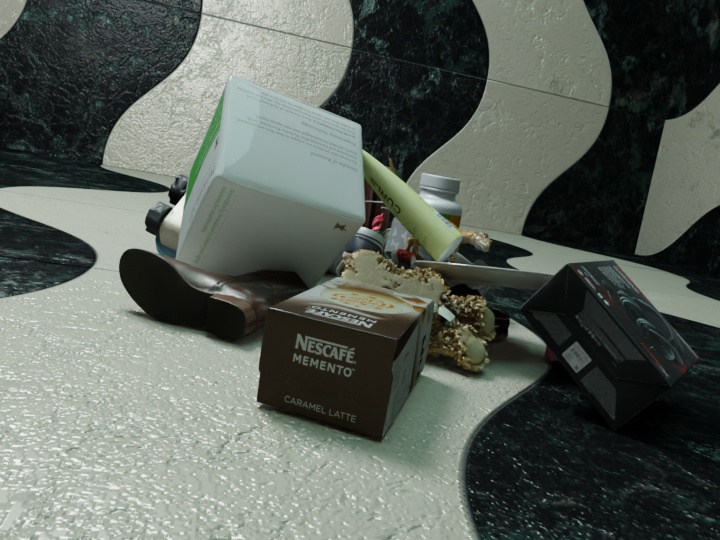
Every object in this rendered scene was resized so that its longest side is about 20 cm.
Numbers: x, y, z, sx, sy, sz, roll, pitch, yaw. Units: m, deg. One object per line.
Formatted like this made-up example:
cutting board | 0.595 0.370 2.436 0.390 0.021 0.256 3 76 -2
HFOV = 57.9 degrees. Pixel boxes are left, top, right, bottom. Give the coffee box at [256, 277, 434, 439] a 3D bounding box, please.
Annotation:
coffee box | -0.004 0.068 0.596 0.111 0.082 0.200 12 9 12

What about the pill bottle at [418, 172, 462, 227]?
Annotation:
pill bottle | 0.147 -0.089 1.327 0.108 0.206 0.111 9 9 -1

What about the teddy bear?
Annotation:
teddy bear | 0.066 0.049 0.755 0.195 0.067 0.148 13 50 -5

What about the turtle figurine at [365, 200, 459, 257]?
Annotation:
turtle figurine | 0.079 -0.045 1.205 0.195 0.153 0.101 20 26 4

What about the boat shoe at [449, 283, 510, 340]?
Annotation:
boat shoe | 0.134 0.054 0.873 0.196 0.072 0.070 4 9 -40

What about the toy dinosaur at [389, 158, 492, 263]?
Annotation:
toy dinosaur | 0.098 -0.064 0.959 0.198 0.107 0.061 32 -9 17

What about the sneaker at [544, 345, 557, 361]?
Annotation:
sneaker | 0.298 0.079 0.863 0.086 0.084 0.199 12 10 23

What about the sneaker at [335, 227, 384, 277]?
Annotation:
sneaker | 0.000 0.000 1.058 0.077 0.081 0.200 17 -15 9

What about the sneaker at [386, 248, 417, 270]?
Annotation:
sneaker | 0.075 0.019 0.934 0.069 0.096 0.198 15 11 30

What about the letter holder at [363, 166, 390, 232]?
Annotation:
letter holder | -0.020 -0.111 1.269 0.139 0.206 0.100 13 9 17

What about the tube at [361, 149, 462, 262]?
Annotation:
tube | 0.057 -0.096 0.912 0.200 0.058 0.051 47 42 15

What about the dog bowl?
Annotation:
dog bowl | 0.124 -0.009 1.065 0.197 0.060 0.200 31 -6 4

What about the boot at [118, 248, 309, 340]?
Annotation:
boot | -0.159 0.017 0.777 0.183 0.066 0.199 27 17 14

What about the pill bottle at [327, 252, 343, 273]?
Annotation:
pill bottle | -0.124 -0.067 1.184 0.194 0.112 0.109 11 9 7

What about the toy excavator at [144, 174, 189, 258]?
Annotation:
toy excavator | -0.246 -0.056 1.033 0.098 0.202 0.196 23 51 7

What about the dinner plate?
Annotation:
dinner plate | 0.166 0.008 0.846 0.194 0.025 0.200 5 1 0

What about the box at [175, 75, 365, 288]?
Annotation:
box | -0.120 -0.099 0.860 0.196 0.175 0.199 15 -38 -24

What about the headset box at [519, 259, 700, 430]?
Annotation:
headset box | 0.278 0.069 0.708 0.198 0.077 0.150 -3 52 -53
